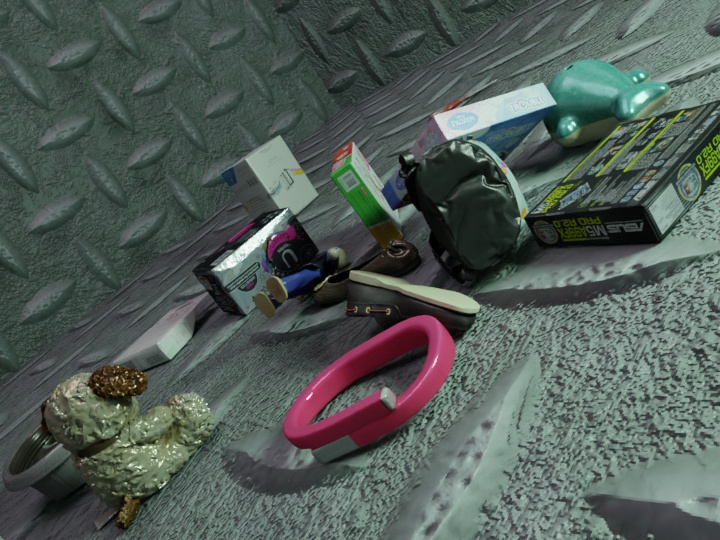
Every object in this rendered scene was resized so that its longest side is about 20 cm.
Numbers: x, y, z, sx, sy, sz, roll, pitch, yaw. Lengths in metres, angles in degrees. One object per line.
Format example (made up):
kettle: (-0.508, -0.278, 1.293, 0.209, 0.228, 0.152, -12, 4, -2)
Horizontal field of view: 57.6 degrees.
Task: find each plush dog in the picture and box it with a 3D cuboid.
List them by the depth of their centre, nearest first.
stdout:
plush dog: (-0.307, 0.200, 0.795, 0.200, 0.172, 0.161, -27, 19, 20)

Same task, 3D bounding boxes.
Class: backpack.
backpack: (0.131, -0.084, 0.812, 0.126, 0.167, 0.200, -24, 5, 7)

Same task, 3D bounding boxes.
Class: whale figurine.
whale figurine: (0.330, -0.241, 0.907, 0.159, 0.104, 0.200, -35, 15, -3)

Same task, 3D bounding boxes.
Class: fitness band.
fitness band: (0.005, 0.115, 0.657, 0.200, 0.037, 0.144, -32, 17, 26)

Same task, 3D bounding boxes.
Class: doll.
doll: (-0.079, 0.007, 1.052, 0.136, 0.048, 0.200, -48, -10, 35)

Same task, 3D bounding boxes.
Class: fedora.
fedora: (-0.447, 0.273, 1.000, 0.177, 0.090, 0.200, -39, 24, -8)

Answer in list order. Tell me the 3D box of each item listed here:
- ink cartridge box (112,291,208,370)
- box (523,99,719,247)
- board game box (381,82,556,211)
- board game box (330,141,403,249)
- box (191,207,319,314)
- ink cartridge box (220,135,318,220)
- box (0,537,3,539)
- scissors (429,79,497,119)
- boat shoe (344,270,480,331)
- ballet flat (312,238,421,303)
ink cartridge box: (-0.403, 0.133, 1.381, 0.161, 0.050, 0.200, -23, 17, 34)
box: (0.298, -0.103, 0.706, 0.200, 0.044, 0.160, -42, 18, -23)
board game box: (0.152, -0.176, 0.953, 0.200, 0.043, 0.199, -22, -14, -26)
board game box: (0.012, -0.135, 1.138, 0.040, 0.153, 0.200, -33, 16, 12)
box: (-0.205, -0.017, 1.290, 0.200, 0.115, 0.132, -44, 20, -23)
ink cartridge box: (-0.249, -0.238, 1.815, 0.147, 0.200, 0.145, -14, 24, 49)
box: (-0.215, 0.286, 0.342, 0.122, 0.193, 0.200, -8, 29, 51)
scissors: (0.272, -0.460, 1.754, 0.200, 0.014, 0.073, -32, 15, 13)
boat shoe: (0.054, 0.043, 0.745, 0.074, 0.063, 0.201, 6, 3, -38)
ballet flat: (0.000, 0.000, 0.975, 0.200, 0.046, 0.067, -22, 21, 36)
